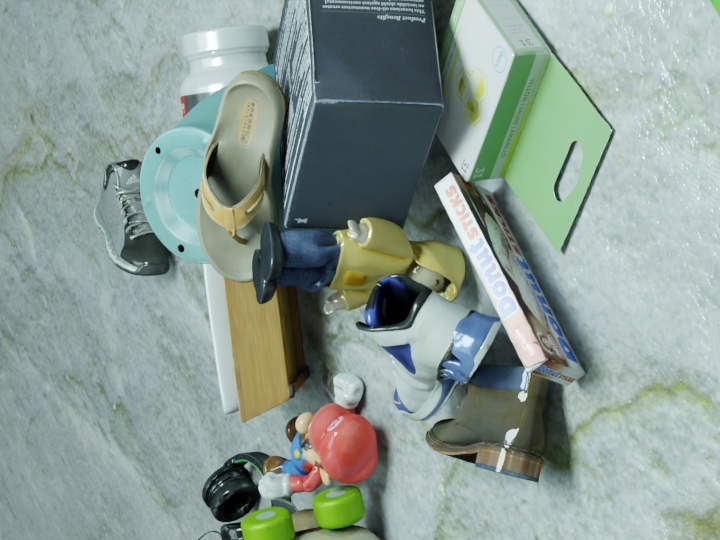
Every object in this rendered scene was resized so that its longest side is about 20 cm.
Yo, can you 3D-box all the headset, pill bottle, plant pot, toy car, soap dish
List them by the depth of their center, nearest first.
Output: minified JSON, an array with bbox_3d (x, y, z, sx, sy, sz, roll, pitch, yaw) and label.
[{"bbox_3d":[-0.111,-0.094,1.821,0.199,0.188,0.202,10,109,30],"label":"plant pot"},{"bbox_3d":[-0.066,0.314,2.001,0.200,0.156,0.166,-157,53,-72],"label":"toy car"},{"bbox_3d":[-0.112,0.053,2.005,0.157,0.080,0.202,-39,-57,-81],"label":"soap dish"},{"bbox_3d":[-0.136,-0.161,2.007,0.116,0.115,0.202,0,98,63],"label":"pill bottle"},{"bbox_3d":[-0.159,0.300,2.219,0.200,0.093,0.124,-47,56,44],"label":"headset"}]

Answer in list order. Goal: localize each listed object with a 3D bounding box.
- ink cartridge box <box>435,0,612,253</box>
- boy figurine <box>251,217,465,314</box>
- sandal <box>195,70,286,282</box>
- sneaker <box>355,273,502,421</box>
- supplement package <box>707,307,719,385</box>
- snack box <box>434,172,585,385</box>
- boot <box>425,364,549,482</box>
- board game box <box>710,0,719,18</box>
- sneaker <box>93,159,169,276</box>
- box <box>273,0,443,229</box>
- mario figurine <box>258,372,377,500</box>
[{"bbox_3d":[0.128,-0.131,1.578,0.201,0.048,0.146,62,147,37],"label":"ink cartridge box"},{"bbox_3d":[0.000,0.000,1.697,0.125,0.198,0.065,116,152,-46],"label":"boy figurine"},{"bbox_3d":[-0.112,-0.082,1.679,0.054,0.080,0.202,-58,-20,-66],"label":"sandal"},{"bbox_3d":[0.052,0.059,1.674,0.115,0.081,0.200,34,157,1],"label":"sneaker"},{"bbox_3d":[0.332,0.064,1.162,0.200,0.116,0.118,-11,87,63],"label":"supplement package"},{"bbox_3d":[0.128,0.007,1.592,0.024,0.072,0.201,-37,60,21],"label":"snack box"},{"bbox_3d":[0.122,0.131,1.675,0.200,0.074,0.098,8,82,69],"label":"boot"},{"bbox_3d":[0.273,-0.224,1.287,0.201,0.030,0.096,64,148,24],"label":"board game box"},{"bbox_3d":[-0.301,-0.082,2.401,0.200,0.074,0.116,47,135,49],"label":"sneaker"},{"bbox_3d":[-0.006,-0.171,1.666,0.201,0.122,0.200,108,162,-58],"label":"box"},{"bbox_3d":[-0.054,0.177,1.961,0.200,0.105,0.125,152,115,-65],"label":"mario figurine"}]
